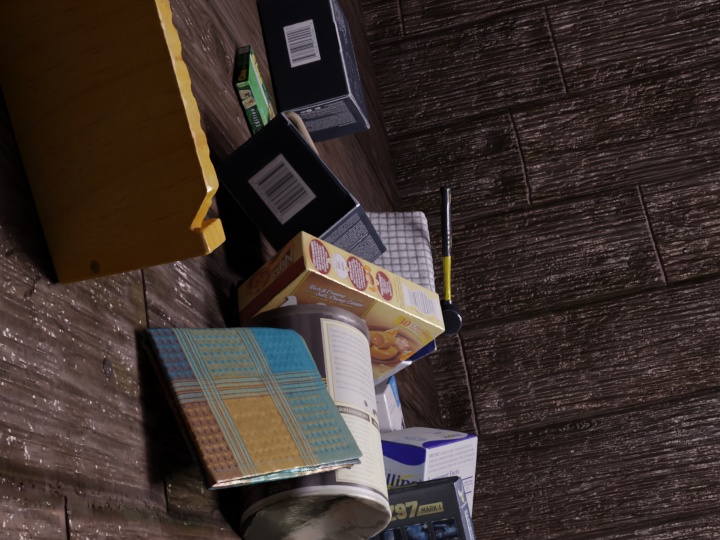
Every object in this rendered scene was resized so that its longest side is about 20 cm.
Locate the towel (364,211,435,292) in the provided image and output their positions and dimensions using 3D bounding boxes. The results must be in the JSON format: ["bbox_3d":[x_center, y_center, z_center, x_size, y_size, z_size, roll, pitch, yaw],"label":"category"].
[{"bbox_3d":[0.000,0.000,1.547,0.086,0.198,0.167,94,-9,-52],"label":"towel"}]

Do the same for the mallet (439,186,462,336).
[{"bbox_3d":[0.117,-0.014,1.539,0.066,0.041,0.202,-96,-175,-87],"label":"mallet"}]

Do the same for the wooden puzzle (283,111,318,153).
[{"bbox_3d":[-0.066,-0.133,1.692,0.201,0.046,0.185,59,-3,2],"label":"wooden puzzle"}]

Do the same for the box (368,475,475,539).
[{"bbox_3d":[0.031,0.324,1.245,0.051,0.198,0.159,-4,80,-77],"label":"box"}]

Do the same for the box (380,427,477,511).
[{"bbox_3d":[0.075,0.328,1.560,0.184,0.104,0.202,5,90,-63],"label":"box"}]

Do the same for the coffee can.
[{"bbox_3d":[-0.052,0.156,1.110,0.147,0.145,0.201,66,14,-56],"label":"coffee can"}]

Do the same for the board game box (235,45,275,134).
[{"bbox_3d":[-0.132,-0.200,1.564,0.105,0.023,0.201,-91,166,-52],"label":"board game box"}]

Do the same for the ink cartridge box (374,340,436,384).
[{"bbox_3d":[0.014,0.065,1.628,0.040,0.200,0.201,18,51,-38],"label":"ink cartridge box"}]

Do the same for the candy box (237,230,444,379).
[{"bbox_3d":[-0.020,0.042,1.215,0.199,0.115,0.056,25,40,-34],"label":"candy box"}]

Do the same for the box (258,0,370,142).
[{"bbox_3d":[-0.072,-0.338,1.849,0.197,0.123,0.202,36,41,-76],"label":"box"}]

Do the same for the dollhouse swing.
[{"bbox_3d":[-0.151,-0.114,0.799,0.176,0.180,0.202,-29,107,-61],"label":"dollhouse swing"}]

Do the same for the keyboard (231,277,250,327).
[{"bbox_3d":[-0.107,0.099,1.282,0.127,0.020,0.201,-78,156,-59],"label":"keyboard"}]

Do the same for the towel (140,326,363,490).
[{"bbox_3d":[-0.090,0.112,0.959,0.199,0.022,0.147,4,52,-55],"label":"towel"}]

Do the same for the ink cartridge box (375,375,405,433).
[{"bbox_3d":[0.027,0.277,1.729,0.145,0.083,0.202,-41,119,-80],"label":"ink cartridge box"}]

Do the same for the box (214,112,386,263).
[{"bbox_3d":[-0.066,-0.068,1.328,0.149,0.107,0.200,50,-1,17],"label":"box"}]
